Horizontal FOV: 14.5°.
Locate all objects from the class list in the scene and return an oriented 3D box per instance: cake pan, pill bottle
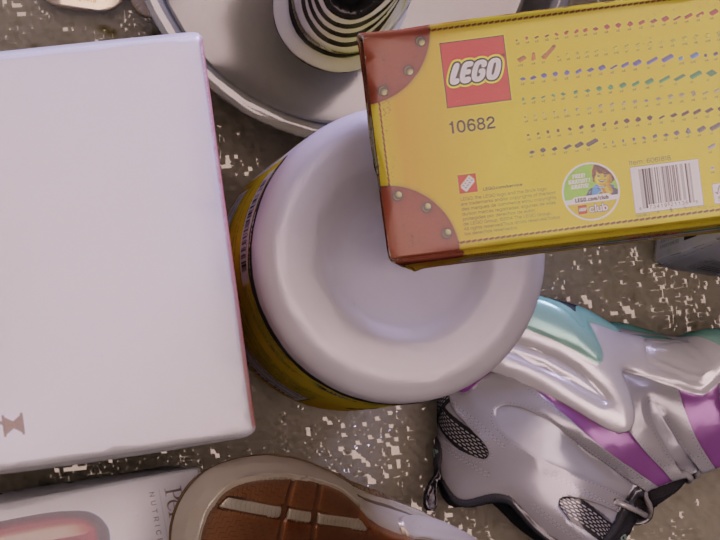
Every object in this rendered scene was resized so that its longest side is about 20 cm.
[{"bbox_3d":[-0.005,-0.151,1.223,0.199,0.037,0.201,1,84,-10],"label":"cake pan"},{"bbox_3d":[0.000,0.000,1.148,0.112,0.200,0.113,1,86,-10],"label":"pill bottle"}]

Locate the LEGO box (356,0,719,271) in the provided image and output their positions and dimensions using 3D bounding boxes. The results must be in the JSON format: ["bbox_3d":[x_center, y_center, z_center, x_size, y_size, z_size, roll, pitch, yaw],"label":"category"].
[{"bbox_3d":[0.105,-0.050,0.971,0.199,0.149,0.078,-7,89,3],"label":"LEGO box"}]

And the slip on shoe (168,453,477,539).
[{"bbox_3d":[-0.020,0.113,1.152,0.200,0.060,0.076,16,95,-52],"label":"slip on shoe"}]

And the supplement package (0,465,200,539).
[{"bbox_3d":[-0.158,0.150,1.155,0.199,0.110,0.114,-11,89,-11],"label":"supplement package"}]

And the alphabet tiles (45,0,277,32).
[{"bbox_3d":[-0.073,-0.205,1.242,0.199,0.015,0.197,6,83,-10],"label":"alphabet tiles"}]

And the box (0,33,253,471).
[{"bbox_3d":[-0.115,-0.001,1.120,0.106,0.200,0.153,-7,88,-11],"label":"box"}]

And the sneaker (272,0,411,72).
[{"bbox_3d":[0.024,-0.184,1.153,0.075,0.115,0.201,17,81,-8],"label":"sneaker"}]

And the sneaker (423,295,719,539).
[{"bbox_3d":[0.123,0.092,1.233,0.199,0.078,0.141,10,86,0],"label":"sneaker"}]

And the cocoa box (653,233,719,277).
[{"bbox_3d":[0.216,-0.064,1.191,0.133,0.200,0.132,9,84,-7],"label":"cocoa box"}]
